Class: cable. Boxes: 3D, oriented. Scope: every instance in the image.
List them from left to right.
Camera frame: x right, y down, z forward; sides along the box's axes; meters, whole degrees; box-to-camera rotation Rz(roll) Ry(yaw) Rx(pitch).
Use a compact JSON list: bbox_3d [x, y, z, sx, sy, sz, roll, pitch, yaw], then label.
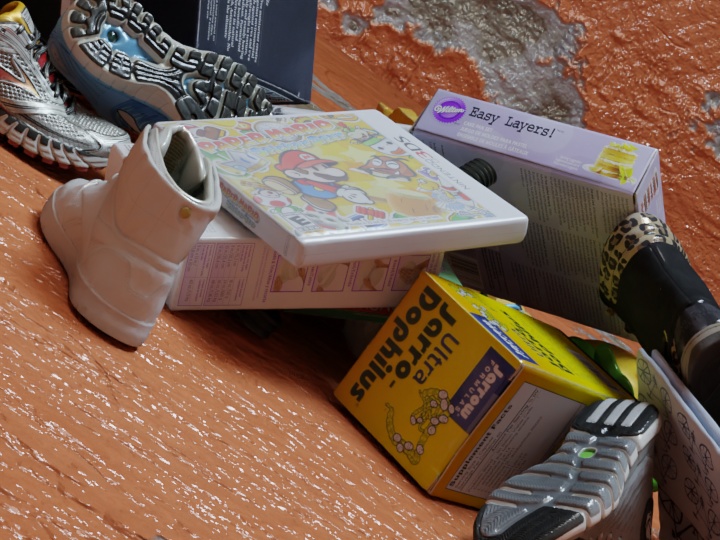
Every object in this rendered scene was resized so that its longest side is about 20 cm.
[{"bbox_3d":[-0.096,-0.001,1.521,0.097,0.050,0.201,50,11,-42],"label":"cable"}]

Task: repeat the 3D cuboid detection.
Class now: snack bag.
[{"bbox_3d":[0.234,0.179,1.414,0.189,0.021,0.201,-122,-161,-50],"label":"snack bag"}]

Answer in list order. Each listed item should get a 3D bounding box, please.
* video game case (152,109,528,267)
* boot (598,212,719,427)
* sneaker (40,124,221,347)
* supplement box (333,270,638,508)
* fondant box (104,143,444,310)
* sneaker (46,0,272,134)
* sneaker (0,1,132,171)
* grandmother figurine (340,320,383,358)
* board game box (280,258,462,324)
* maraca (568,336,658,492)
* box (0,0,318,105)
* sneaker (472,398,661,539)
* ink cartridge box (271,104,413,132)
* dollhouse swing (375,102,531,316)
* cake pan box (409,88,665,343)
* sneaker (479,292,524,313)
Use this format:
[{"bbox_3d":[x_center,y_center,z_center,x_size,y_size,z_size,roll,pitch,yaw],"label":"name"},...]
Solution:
[{"bbox_3d":[-0.014,-0.060,1.433,0.199,0.023,0.182,-7,32,-38],"label":"video game case"},{"bbox_3d":[0.230,0.067,1.497,0.201,0.073,0.151,71,-7,-48],"label":"boot"},{"bbox_3d":[-0.134,-0.041,1.292,0.073,0.116,0.200,29,10,-25],"label":"sneaker"},{"bbox_3d":[0.095,0.093,1.455,0.109,0.109,0.199,43,11,34],"label":"supplement box"},{"bbox_3d":[-0.060,-0.031,1.442,0.198,0.059,0.144,-1,29,-28],"label":"fondant box"},{"bbox_3d":[-0.147,-0.130,1.558,0.200,0.079,0.090,38,-29,-22],"label":"sneaker"},{"bbox_3d":[-0.242,-0.139,1.476,0.199,0.082,0.078,34,8,-18],"label":"sneaker"},{"bbox_3d":[0.013,0.027,1.641,0.120,0.061,0.200,7,10,-2],"label":"grandmother figurine"},{"bbox_3d":[0.000,0.000,1.562,0.133,0.029,0.200,8,13,-8],"label":"board game box"},{"bbox_3d":[0.188,0.114,1.615,0.200,0.106,0.138,141,-75,-82],"label":"maraca"},{"bbox_3d":[-0.165,-0.209,1.712,0.198,0.125,0.198,1,-7,25],"label":"box"},{"bbox_3d":[0.145,0.175,1.364,0.075,0.117,0.200,8,28,35],"label":"sneaker"},{"bbox_3d":[-0.044,-0.085,1.666,0.198,0.084,0.145,8,4,8],"label":"ink cartridge box"},{"bbox_3d":[0.108,-0.036,1.984,0.174,0.183,0.200,6,23,-28],"label":"dollhouse swing"},{"bbox_3d":[0.141,-0.035,1.589,0.183,0.052,0.201,19,-31,26],"label":"cake pan box"},{"bbox_3d":[0.129,0.076,1.739,0.073,0.082,0.200,38,8,30],"label":"sneaker"}]
